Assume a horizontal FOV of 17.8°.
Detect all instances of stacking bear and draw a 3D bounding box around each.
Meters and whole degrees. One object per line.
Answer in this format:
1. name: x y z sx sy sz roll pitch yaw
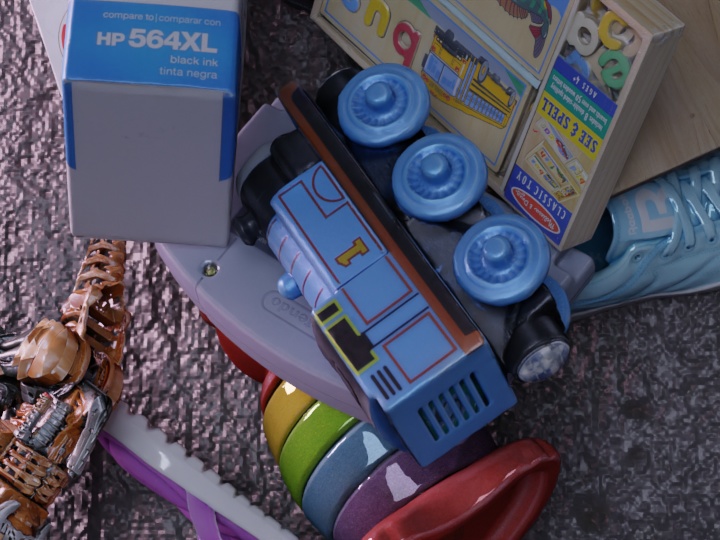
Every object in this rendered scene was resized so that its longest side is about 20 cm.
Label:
1. stacking bear: -0.004 0.069 1.190 0.121 0.114 0.200 -30 64 -16

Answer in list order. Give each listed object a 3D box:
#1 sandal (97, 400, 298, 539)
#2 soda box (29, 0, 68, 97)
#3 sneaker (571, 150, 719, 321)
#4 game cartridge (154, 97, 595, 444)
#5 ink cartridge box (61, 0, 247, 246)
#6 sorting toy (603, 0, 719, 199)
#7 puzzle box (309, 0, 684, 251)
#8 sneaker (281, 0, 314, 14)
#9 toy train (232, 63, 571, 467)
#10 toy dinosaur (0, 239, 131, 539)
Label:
1. sandal: -0.074 0.144 1.206 0.202 0.083 0.050 36 75 28
2. soda box: -0.145 -0.152 1.274 0.068 0.064 0.201 -21 77 7
3. sneaker: 0.155 -0.021 1.184 0.199 0.082 0.074 -24 79 8
4. game cartridge: 0.000 0.000 1.152 0.199 0.042 0.133 31 73 25
5. ink cartridge box: -0.098 -0.135 1.136 0.084 0.146 0.201 4 62 -2
6. sorting toy: 0.157 -0.157 1.182 0.198 0.070 0.201 -23 84 -14
7. puzzle box: 0.060 -0.121 1.124 0.200 0.025 0.134 44 135 28
8. sneaker: 0.033 -0.152 1.229 0.199 0.082 0.074 14 82 11
9. toy train: 0.016 -0.010 1.087 0.114 0.087 0.200 -34 59 -4
10. toy dinosaur: -0.165 0.064 1.206 0.135 0.102 0.200 -4 35 46
